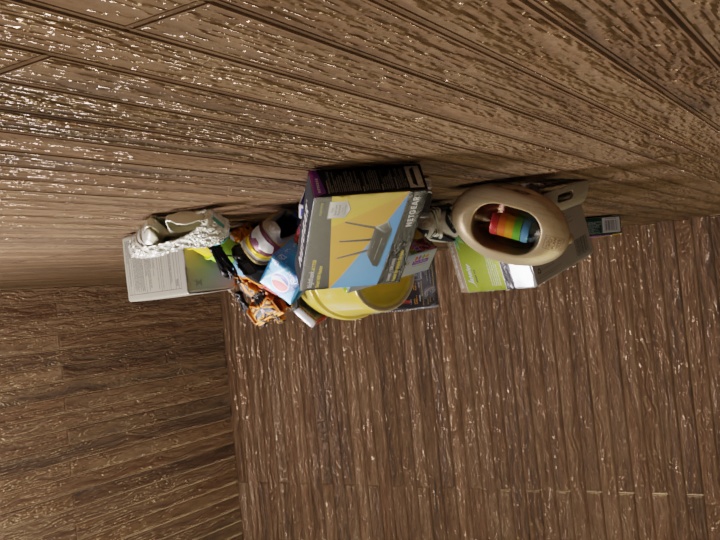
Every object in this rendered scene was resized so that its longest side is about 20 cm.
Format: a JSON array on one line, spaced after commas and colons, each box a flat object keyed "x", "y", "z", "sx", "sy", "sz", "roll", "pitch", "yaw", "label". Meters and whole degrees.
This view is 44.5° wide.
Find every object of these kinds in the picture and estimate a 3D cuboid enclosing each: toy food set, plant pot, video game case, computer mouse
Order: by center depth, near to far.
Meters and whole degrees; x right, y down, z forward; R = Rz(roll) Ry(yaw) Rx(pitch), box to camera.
[{"x": -0.201, "y": -0.029, "z": 1.512, "sx": 0.046, "sy": 0.141, "sz": 0.200, "roll": -46, "pitch": 154, "yaw": 25, "label": "computer mouse"}, {"x": 0.283, "y": -0.123, "z": 1.558, "sx": 0.143, "sy": 0.061, "sz": 0.200, "roll": -20, "pitch": -171, "yaw": -41, "label": "toy food set"}, {"x": 0.000, "y": 0.000, "z": 1.650, "sx": 0.200, "sy": 0.202, "sz": 0.189, "roll": -5, "pitch": -173, "yaw": -27, "label": "plant pot"}, {"x": -0.109, "y": 0.040, "z": 1.785, "sx": 0.017, "sy": 0.143, "sz": 0.200, "roll": -53, "pitch": 171, "yaw": 22, "label": "video game case"}]

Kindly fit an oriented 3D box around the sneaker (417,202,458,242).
[{"x": 0.135, "y": -0.089, "z": 1.599, "sx": 0.129, "sy": 0.080, "sz": 0.199, "roll": -7, "pitch": 179, "yaw": -12, "label": "sneaker"}]

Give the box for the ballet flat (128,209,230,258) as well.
[{"x": -0.298, "y": -0.067, "z": 1.392, "sx": 0.199, "sy": 0.072, "sz": 0.072, "roll": -9, "pitch": 177, "yaw": 25, "label": "ballet flat"}]

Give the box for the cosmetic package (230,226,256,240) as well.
[{"x": -0.205, "y": -0.046, "z": 1.777, "sx": 0.107, "sy": 0.091, "sz": 0.200, "roll": -9, "pitch": 179, "yaw": -44, "label": "cosmetic package"}]

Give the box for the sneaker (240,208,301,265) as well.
[{"x": -0.122, "y": -0.068, "z": 1.522, "sx": 0.090, "sy": 0.075, "sz": 0.200, "roll": -38, "pitch": 180, "yaw": 28, "label": "sneaker"}]

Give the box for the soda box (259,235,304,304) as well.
[{"x": -0.083, "y": -0.026, "z": 1.473, "sx": 0.200, "sy": 0.068, "sz": 0.064, "roll": -45, "pitch": 168, "yaw": -52, "label": "soda box"}]

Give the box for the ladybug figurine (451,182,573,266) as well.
[{"x": 0.249, "y": -0.080, "z": 1.431, "sx": 0.199, "sy": 0.136, "sz": 0.072, "roll": 20, "pitch": -147, "yaw": 13, "label": "ladybug figurine"}]

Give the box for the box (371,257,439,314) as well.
[{"x": 0.075, "y": -0.015, "z": 1.838, "sx": 0.157, "sy": 0.201, "sz": 0.050, "roll": -6, "pitch": 174, "yaw": -2, "label": "box"}]

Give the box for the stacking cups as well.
[{"x": -0.212, "y": -0.021, "z": 1.565, "sx": 0.200, "sy": 0.061, "sz": 0.060, "roll": 30, "pitch": 157, "yaw": -33, "label": "stacking cups"}]

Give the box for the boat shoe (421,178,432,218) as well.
[{"x": 0.045, "y": -0.092, "z": 1.335, "sx": 0.071, "sy": 0.068, "sz": 0.200, "roll": -4, "pitch": 179, "yaw": -32, "label": "boat shoe"}]

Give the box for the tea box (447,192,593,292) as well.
[{"x": 0.312, "y": -0.054, "z": 1.735, "sx": 0.200, "sy": 0.134, "sz": 0.196, "roll": -25, "pitch": -168, "yaw": -38, "label": "tea box"}]

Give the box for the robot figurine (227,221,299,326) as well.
[{"x": -0.203, "y": 0.018, "z": 1.671, "sx": 0.145, "sy": 0.200, "sz": 0.058, "roll": -28, "pitch": -175, "yaw": 34, "label": "robot figurine"}]

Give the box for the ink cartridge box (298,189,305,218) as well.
[{"x": -0.043, "y": -0.086, "z": 1.304, "sx": 0.094, "sy": 0.037, "sz": 0.200, "roll": 19, "pitch": 179, "yaw": -3, "label": "ink cartridge box"}]

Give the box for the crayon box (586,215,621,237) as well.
[{"x": 0.639, "y": -0.121, "z": 2.604, "sx": 0.199, "sy": 0.059, "sz": 0.173, "roll": -5, "pitch": 179, "yaw": -14, "label": "crayon box"}]

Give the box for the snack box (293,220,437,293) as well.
[{"x": 0.011, "y": -0.043, "z": 1.449, "sx": 0.200, "sy": 0.053, "sz": 0.142, "roll": -15, "pitch": -133, "yaw": -43, "label": "snack box"}]

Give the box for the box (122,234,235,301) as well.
[{"x": -0.340, "y": -0.015, "z": 1.635, "sx": 0.199, "sy": 0.129, "sz": 0.109, "roll": -7, "pitch": 179, "yaw": 43, "label": "box"}]

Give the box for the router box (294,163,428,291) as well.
[{"x": -0.004, "y": -0.054, "z": 1.168, "sx": 0.148, "sy": 0.051, "sz": 0.200, "roll": -5, "pitch": 145, "yaw": -13, "label": "router box"}]
